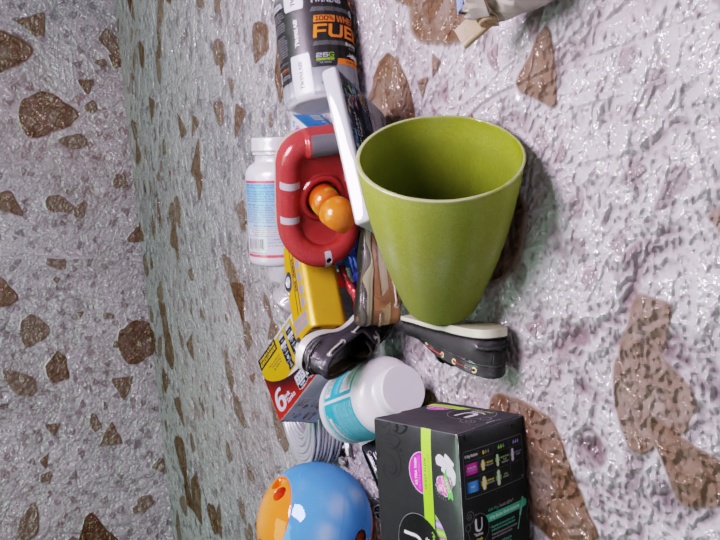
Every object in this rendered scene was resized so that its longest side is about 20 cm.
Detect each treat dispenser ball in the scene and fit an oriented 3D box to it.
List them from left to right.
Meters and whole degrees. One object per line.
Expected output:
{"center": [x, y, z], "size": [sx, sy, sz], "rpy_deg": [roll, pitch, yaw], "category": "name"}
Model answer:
{"center": [-0.077, 0.426, 1.253], "size": [0.200, 0.197, 0.206], "rpy_deg": [23, 116, 59], "category": "treat dispenser ball"}

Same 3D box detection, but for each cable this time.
{"center": [-0.095, 0.267, 1.398], "size": [0.199, 0.068, 0.205], "rpy_deg": [-26, 73, 62], "category": "cable"}

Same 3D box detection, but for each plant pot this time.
{"center": [0.091, -0.044, 0.865], "size": [0.188, 0.184, 0.203], "rpy_deg": [50, 152, 47], "category": "plant pot"}

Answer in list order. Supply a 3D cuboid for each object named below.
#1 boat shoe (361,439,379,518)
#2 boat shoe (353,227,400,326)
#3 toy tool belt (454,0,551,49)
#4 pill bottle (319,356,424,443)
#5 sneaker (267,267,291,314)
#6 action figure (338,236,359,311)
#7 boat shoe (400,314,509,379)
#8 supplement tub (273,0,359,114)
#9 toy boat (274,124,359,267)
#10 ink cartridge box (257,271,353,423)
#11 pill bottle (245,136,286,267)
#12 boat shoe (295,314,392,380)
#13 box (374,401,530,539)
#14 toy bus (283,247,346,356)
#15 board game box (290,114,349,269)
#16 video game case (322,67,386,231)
{"center": [0.044, 0.352, 1.132], "size": [0.075, 0.061, 0.205], "rpy_deg": [112, 147, -72], "category": "boat shoe"}
{"center": [0.032, -0.012, 1.081], "size": [0.076, 0.072, 0.205], "rpy_deg": [109, 166, -66], "category": "boat shoe"}
{"center": [0.125, -0.346, 0.766], "size": [0.122, 0.123, 0.205], "rpy_deg": [-14, 82, 54], "category": "toy tool belt"}
{"center": [0.019, 0.192, 1.108], "size": [0.200, 0.108, 0.113], "rpy_deg": [-34, 66, 61], "category": "pill bottle"}
{"center": [-0.115, 0.010, 1.394], "size": [0.100, 0.077, 0.200], "rpy_deg": [-49, 25, 9], "category": "sneaker"}
{"center": [0.000, 0.000, 1.158], "size": [0.051, 0.065, 0.205], "rpy_deg": [-9, 86, 41], "category": "action figure"}
{"center": [0.111, 0.089, 0.942], "size": [0.200, 0.072, 0.065], "rpy_deg": [12, 104, 61], "category": "boat shoe"}
{"center": [-0.070, -0.354, 1.150], "size": [0.122, 0.120, 0.205], "rpy_deg": [-8, 90, 63], "category": "supplement tub"}
{"center": [-0.047, -0.093, 1.044], "size": [0.131, 0.128, 0.204], "rpy_deg": [-128, 33, -51], "category": "toy boat"}
{"center": [-0.085, 0.124, 1.265], "size": [0.201, 0.083, 0.177], "rpy_deg": [-53, 46, 27], "category": "ink cartridge box"}
{"center": [-0.133, -0.114, 1.222], "size": [0.108, 0.107, 0.205], "rpy_deg": [17, 111, 61], "category": "pill bottle"}
{"center": [-0.008, 0.105, 1.072], "size": [0.060, 0.198, 0.076], "rpy_deg": [22, 111, 33], "category": "boat shoe"}
{"center": [0.110, 0.275, 0.899], "size": [0.147, 0.122, 0.205], "rpy_deg": [-3, 91, 51], "category": "box"}
{"center": [-0.068, 0.043, 1.136], "size": [0.078, 0.064, 0.204], "rpy_deg": [-47, 48, 53], "category": "toy bus"}
{"center": [-0.064, -0.136, 1.260], "size": [0.200, 0.055, 0.200], "rpy_deg": [46, 135, 51], "category": "board game box"}
{"center": [0.013, -0.142, 0.991], "size": [0.023, 0.181, 0.205], "rpy_deg": [-16, 77, 18], "category": "video game case"}
